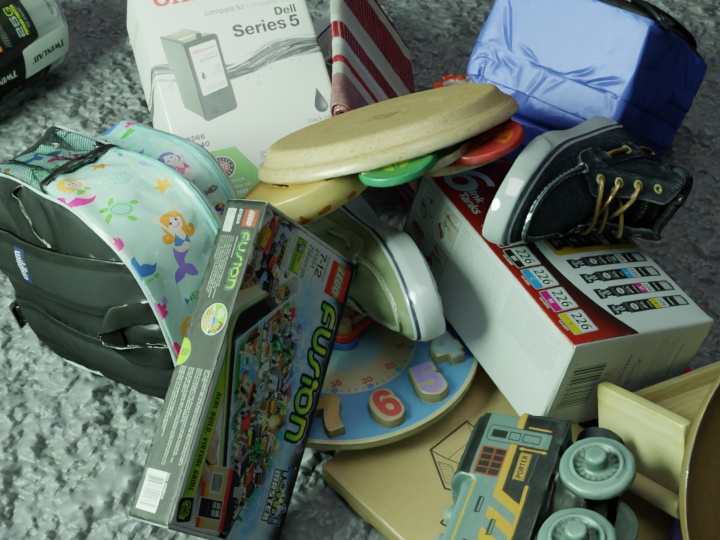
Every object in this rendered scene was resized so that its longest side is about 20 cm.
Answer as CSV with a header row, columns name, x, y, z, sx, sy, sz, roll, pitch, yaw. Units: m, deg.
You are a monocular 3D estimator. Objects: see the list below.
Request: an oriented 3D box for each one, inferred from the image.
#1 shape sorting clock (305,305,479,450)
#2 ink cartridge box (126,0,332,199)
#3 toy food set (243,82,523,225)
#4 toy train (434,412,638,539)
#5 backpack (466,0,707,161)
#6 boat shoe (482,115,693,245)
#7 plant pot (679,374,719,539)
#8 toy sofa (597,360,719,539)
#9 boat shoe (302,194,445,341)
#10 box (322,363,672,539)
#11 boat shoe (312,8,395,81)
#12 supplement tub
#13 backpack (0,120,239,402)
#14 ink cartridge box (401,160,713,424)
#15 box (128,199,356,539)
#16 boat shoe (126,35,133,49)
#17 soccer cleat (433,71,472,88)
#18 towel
name,x,y,z,sx,sy,sz,roll,pitch,yaw
shape sorting clock,-0.011,0.053,0.817,0.198,0.040,0.201,-4,35,2
ink cartridge box,-0.103,-0.147,0.937,0.144,0.084,0.202,-15,80,-15
toy food set,0.022,-0.087,0.788,0.196,0.049,0.200,-11,15,19
toy train,0.097,0.171,0.661,0.113,0.086,0.201,7,45,24
backpack,0.196,-0.162,0.974,0.162,0.169,0.199,34,20,27
boat shoe,0.165,-0.053,0.775,0.090,0.071,0.200,32,36,21
plant pot,0.268,0.134,0.685,0.199,0.202,0.027,-24,9,-24
toy sofa,0.258,0.107,0.754,0.198,0.099,0.083,-15,22,-26
boat shoe,0.000,0.000,0.814,0.061,0.073,0.200,-20,29,-13
box,0.099,0.152,0.749,0.163,0.021,0.199,-32,53,-30
boat shoe,-0.014,-0.194,1.071,0.085,0.075,0.202,24,41,9
supplement tub,-0.376,-0.197,1.019,0.122,0.123,0.200,25,49,22
backpack,-0.156,-0.006,0.773,0.150,0.179,0.199,-34,35,-27
ink cartridge box,0.152,0.007,0.825,0.174,0.084,0.200,-7,43,-31
box,-0.069,0.069,0.704,0.034,0.110,0.202,6,73,35
boat shoe,-0.153,-0.170,1.041,0.068,0.072,0.200,-42,68,4
soccer cleat,0.092,-0.137,1.018,0.069,0.078,0.200,-6,17,32
towel,0.010,-0.169,0.977,0.023,0.144,0.202,-20,49,21
